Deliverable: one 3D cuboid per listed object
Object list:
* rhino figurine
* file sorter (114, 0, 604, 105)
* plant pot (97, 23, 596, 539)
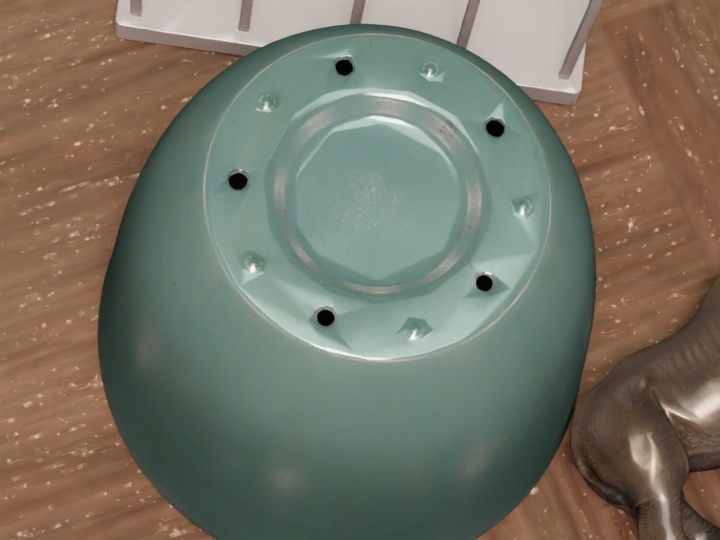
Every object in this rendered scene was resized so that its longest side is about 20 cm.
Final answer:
[{"bbox_3d":[0.168,0.039,0.978,0.200,0.060,0.087,-38,73,-19],"label":"rhino figurine"},{"bbox_3d":[0.007,-0.170,1.003,0.199,0.125,0.139,8,69,-2],"label":"file sorter"},{"bbox_3d":[0.000,0.000,0.923,0.200,0.161,0.201,2,71,-5],"label":"plant pot"}]
